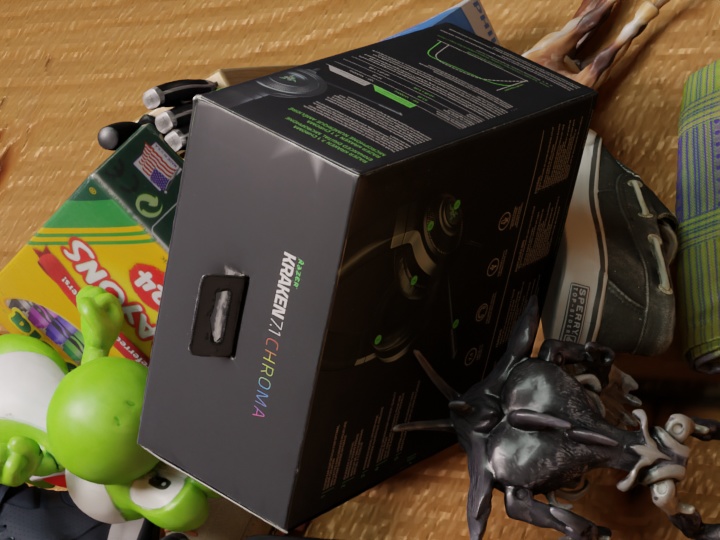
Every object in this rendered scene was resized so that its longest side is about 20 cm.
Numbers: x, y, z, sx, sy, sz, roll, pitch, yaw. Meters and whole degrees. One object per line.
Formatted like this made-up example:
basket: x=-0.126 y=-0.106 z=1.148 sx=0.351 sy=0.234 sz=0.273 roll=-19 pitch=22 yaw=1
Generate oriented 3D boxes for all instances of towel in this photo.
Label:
towel: x=0.221 y=-0.043 z=1.194 sx=0.143 sy=0.023 sz=0.201 roll=-20 pitch=45 yaw=26

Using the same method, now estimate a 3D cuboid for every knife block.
knife block: x=-0.084 y=-0.080 z=1.353 sx=0.064 sy=0.176 sz=0.201 roll=-28 pitch=43 yaw=16

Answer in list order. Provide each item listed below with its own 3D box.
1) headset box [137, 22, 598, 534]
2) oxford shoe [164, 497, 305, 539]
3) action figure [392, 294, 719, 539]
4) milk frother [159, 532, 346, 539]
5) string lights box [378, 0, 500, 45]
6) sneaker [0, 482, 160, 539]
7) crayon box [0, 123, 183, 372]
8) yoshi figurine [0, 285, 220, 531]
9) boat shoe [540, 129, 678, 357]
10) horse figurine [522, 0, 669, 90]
headset box: x=0.000 y=0.000 z=1.081 sx=0.093 sy=0.175 sz=0.200 roll=27 pitch=30 yaw=29
oxford shoe: x=-0.084 y=0.147 z=1.239 sx=0.071 sy=0.074 sz=0.201 roll=-1 pitch=56 yaw=39
action figure: x=0.113 y=0.088 z=1.073 sx=0.199 sy=0.102 sz=0.119 roll=15 pitch=70 yaw=3
milk frother: x=-0.019 y=0.199 z=0.987 sx=0.187 sy=0.200 sz=0.181 roll=6 pitch=92 yaw=13
string lights box: x=0.002 y=-0.083 z=1.293 sx=0.102 sy=0.059 sz=0.200 roll=-23 pitch=8 yaw=27
sneaker: x=-0.185 y=0.163 z=1.220 sx=0.145 sy=0.077 sz=0.202 roll=10 pitch=19 yaw=0
crayon box: x=-0.122 y=0.021 z=1.276 sx=0.051 sy=0.127 sz=0.200 roll=-47 pitch=5 yaw=-36
yoshi figurine: x=-0.154 y=0.065 z=1.194 sx=0.199 sy=0.112 sz=0.113 roll=18 pitch=98 yaw=33
boat shoe: x=0.123 y=-0.011 z=1.204 sx=0.063 sy=0.071 sz=0.200 roll=10 pitch=28 yaw=-2
horse figurine: x=0.109 y=-0.112 z=1.279 sx=0.133 sy=0.050 sz=0.200 roll=-45 pitch=2 yaw=19
